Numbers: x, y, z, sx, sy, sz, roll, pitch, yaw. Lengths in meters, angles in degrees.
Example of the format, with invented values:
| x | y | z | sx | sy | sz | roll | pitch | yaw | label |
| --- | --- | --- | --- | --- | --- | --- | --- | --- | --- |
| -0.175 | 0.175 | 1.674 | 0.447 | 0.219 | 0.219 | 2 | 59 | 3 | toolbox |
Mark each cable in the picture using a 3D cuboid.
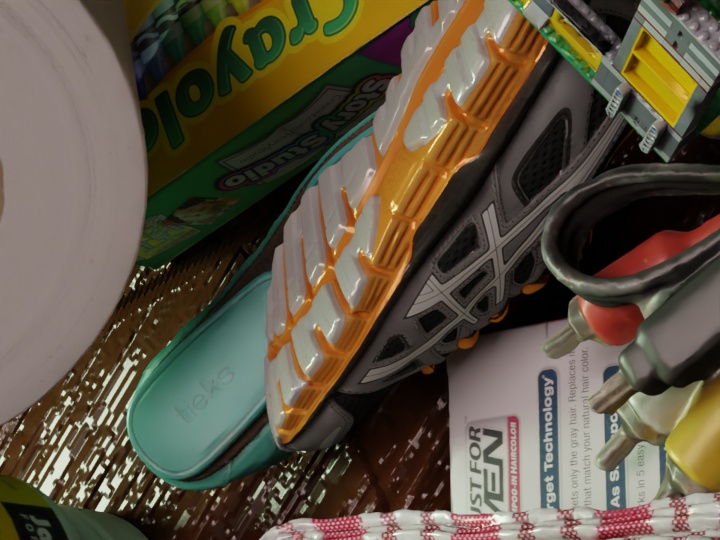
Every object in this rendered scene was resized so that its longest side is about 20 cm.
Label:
| x | y | z | sx | sy | sz | roll | pitch | yaw | label |
| --- | --- | --- | --- | --- | --- | --- | --- | --- | --- |
| 0.133 | -0.015 | 0.875 | 0.200 | 0.050 | 0.097 | -37 | 64 | 16 | cable |

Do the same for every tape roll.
| x | y | z | sx | sy | sz | roll | pitch | yaw | label |
| --- | --- | --- | --- | --- | --- | --- | --- | --- | --- |
| -0.173 | -0.054 | 1.001 | 0.203 | 0.202 | 0.139 | -56 | 21 | 17 | tape roll |

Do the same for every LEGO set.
| x | y | z | sx | sy | sz | roll | pitch | yaw | label |
| --- | --- | --- | --- | --- | --- | --- | --- | --- | --- |
| 0.103 | -0.133 | 0.825 | 0.200 | 0.116 | 0.154 | -34 | 81 | -10 | LEGO set |

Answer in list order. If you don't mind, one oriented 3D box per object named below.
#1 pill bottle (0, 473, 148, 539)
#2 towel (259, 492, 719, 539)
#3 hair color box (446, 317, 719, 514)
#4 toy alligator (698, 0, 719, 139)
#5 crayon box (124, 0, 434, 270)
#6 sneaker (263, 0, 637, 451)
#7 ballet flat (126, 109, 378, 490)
| x | y | z | sx | sy | sz | roll | pitch | yaw | label |
| --- | --- | --- | --- | --- | --- | --- | --- | --- | --- |
| -0.165 | 0.123 | 1.060 | 0.114 | 0.200 | 0.115 | -8 | 77 | 39 | pill bottle |
| 0.080 | 0.123 | 0.913 | 0.199 | 0.147 | 0.030 | -6 | 39 | 39 | towel |
| 0.122 | 0.059 | 0.926 | 0.199 | 0.060 | 0.100 | -11 | 73 | 38 | hair color box |
| 0.116 | -0.099 | 0.961 | 0.054 | 0.059 | 0.201 | -40 | 59 | 27 | toy alligator |
| -0.047 | -0.123 | 1.101 | 0.200 | 0.058 | 0.173 | -33 | 62 | 31 | crayon box |
| 0.030 | -0.012 | 0.942 | 0.200 | 0.077 | 0.078 | -55 | 28 | 33 | sneaker |
| 0.000 | 0.000 | 1.031 | 0.200 | 0.070 | 0.067 | -43 | 78 | 23 | ballet flat |
